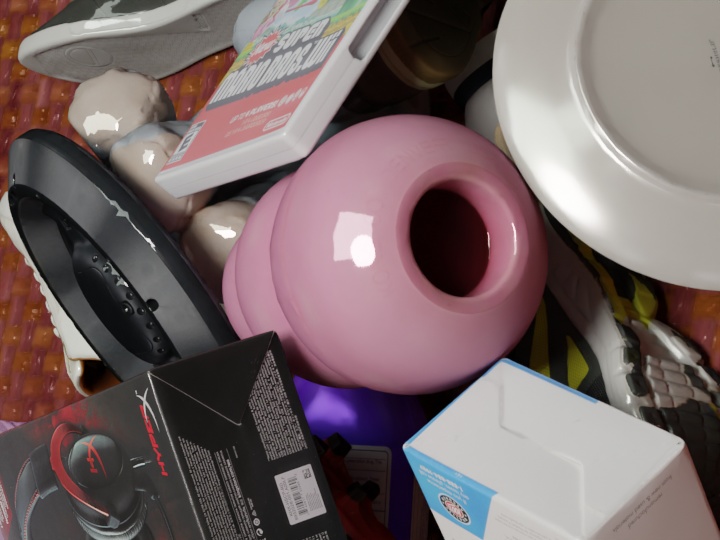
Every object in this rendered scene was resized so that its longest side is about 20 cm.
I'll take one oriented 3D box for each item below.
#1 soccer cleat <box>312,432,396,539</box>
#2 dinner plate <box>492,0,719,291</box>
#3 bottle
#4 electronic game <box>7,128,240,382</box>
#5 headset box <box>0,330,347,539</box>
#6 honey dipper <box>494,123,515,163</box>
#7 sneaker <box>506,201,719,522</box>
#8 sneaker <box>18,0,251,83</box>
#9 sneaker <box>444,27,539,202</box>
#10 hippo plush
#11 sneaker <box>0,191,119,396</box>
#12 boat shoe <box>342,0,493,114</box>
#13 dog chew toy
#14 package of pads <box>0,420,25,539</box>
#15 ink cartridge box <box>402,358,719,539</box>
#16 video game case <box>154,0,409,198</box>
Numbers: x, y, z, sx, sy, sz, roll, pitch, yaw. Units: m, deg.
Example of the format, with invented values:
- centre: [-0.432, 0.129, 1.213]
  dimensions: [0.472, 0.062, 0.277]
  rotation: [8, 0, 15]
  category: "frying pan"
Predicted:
- centre: [0.000, 0.168, 1.190]
  dimensions: [0.085, 0.069, 0.200]
  rotation: [-40, 73, 15]
  category: "soccer cleat"
- centre: [0.159, -0.087, 1.112]
  dimensions: [0.024, 0.200, 0.200]
  rotation: [102, 167, -69]
  category: "dinner plate"
- centre: [-0.006, 0.094, 1.265]
  dimensions: [0.083, 0.065, 0.200]
  rotation: [0, 84, 25]
  category: "bottle"
- centre: [-0.115, 0.012, 1.297]
  dimensions: [0.042, 0.200, 0.200]
  rotation: [-38, 41, -18]
  category: "electronic game"
- centre: [-0.095, 0.126, 1.173]
  dimensions: [0.200, 0.075, 0.149]
  rotation: [-22, 85, 53]
  category: "headset box"
- centre: [0.061, -0.024, 1.240]
  dimensions: [0.200, 0.038, 0.038]
  rotation: [-60, 39, 45]
  category: "honey dipper"
- centre: [0.114, 0.058, 1.182]
  dimensions: [0.085, 0.074, 0.200]
  rotation: [-52, 38, 27]
  category: "sneaker"
- centre: [-0.120, -0.176, 1.491]
  dimensions: [0.200, 0.071, 0.099]
  rotation: [-15, 64, 35]
  category: "sneaker"
- centre: [0.131, -0.104, 1.220]
  dimensions: [0.200, 0.076, 0.081]
  rotation: [-36, 63, 38]
  category: "sneaker"
- centre: [-0.036, -0.059, 1.328]
  dimensions: [0.161, 0.200, 0.159]
  rotation: [-39, 62, -3]
  category: "hippo plush"
- centre: [-0.162, 0.020, 1.458]
  dimensions: [0.200, 0.073, 0.085]
  rotation: [36, 100, 44]
  category: "sneaker"
- centre: [0.029, -0.143, 1.264]
  dimensions: [0.065, 0.073, 0.200]
  rotation: [-30, 16, 29]
  category: "boat shoe"
- centre: [0.000, 0.000, 1.159]
  dimensions: [0.200, 0.124, 0.125]
  rotation: [-18, 62, 63]
  category: "dog chew toy"
- centre: [-0.156, 0.141, 1.317]
  dimensions: [0.076, 0.200, 0.121]
  rotation: [-52, 45, 38]
  category: "package of pads"
- centre: [0.108, 0.145, 1.105]
  dimensions: [0.068, 0.200, 0.116]
  rotation: [-40, 39, -21]
  category: "ink cartridge box"
- centre: [-0.013, -0.125, 1.200]
  dimensions: [0.200, 0.017, 0.143]
  rotation: [-57, 20, -22]
  category: "video game case"
